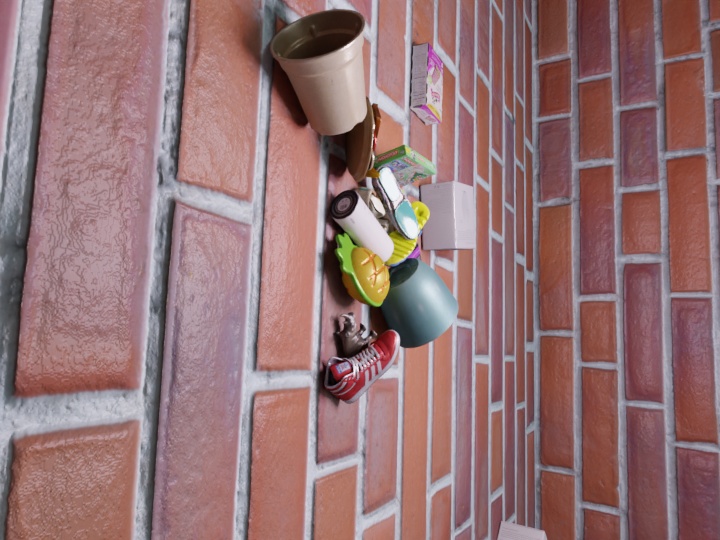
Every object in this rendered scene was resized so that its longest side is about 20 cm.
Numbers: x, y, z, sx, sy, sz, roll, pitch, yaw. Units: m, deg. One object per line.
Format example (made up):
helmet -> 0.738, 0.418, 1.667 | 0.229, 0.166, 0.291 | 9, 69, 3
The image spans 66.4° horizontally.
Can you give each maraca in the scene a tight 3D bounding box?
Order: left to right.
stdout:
maraca -> 0.000, 0.000, 1.279 | 0.201, 0.105, 0.140 | 48, 26, -36

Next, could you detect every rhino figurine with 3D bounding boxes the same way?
rhino figurine -> -0.004, 0.173, 1.300 | 0.088, 0.059, 0.203 | -49, 131, -24

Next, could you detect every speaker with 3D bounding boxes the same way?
speaker -> 0.008, -0.099, 1.318 | 0.200, 0.079, 0.084 | 48, 49, -48

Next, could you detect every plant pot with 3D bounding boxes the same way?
plant pot -> -0.066, -0.393, 1.127 | 0.187, 0.193, 0.204 | 73, 32, -45
plant pot -> 0.136, 0.070, 1.435 | 0.164, 0.196, 0.202 | 57, 41, -23

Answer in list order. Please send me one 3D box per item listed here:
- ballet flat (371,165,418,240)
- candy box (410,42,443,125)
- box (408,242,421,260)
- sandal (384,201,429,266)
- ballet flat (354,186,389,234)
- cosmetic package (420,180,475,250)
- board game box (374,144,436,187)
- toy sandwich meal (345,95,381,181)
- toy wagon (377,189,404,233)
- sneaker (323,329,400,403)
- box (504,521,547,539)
ballet flat -> 0.085, -0.170, 1.400 | 0.204, 0.070, 0.072 | 61, 38, -16
candy box -> 0.210, -0.583, 1.730 | 0.135, 0.059, 0.208 | 18, 73, -59
box -> 0.148, 0.043, 1.607 | 0.143, 0.035, 0.207 | -42, 123, -53
sandal -> 0.117, -0.084, 1.457 | 0.201, 0.078, 0.088 | -52, 170, -26
ballet flat -> 0.041, -0.128, 1.399 | 0.202, 0.061, 0.069 | 57, 46, -43
cosmetic package -> 0.284, -0.169, 1.773 | 0.197, 0.119, 0.209 | -3, 89, -60
board game box -> 0.104, -0.268, 1.446 | 0.198, 0.131, 0.030 | 11, 66, -60
toy sandwich meal -> 0.016, -0.304, 1.274 | 0.068, 0.204, 0.214 | 1, 86, -16
toy wagon -> 0.102, -0.149, 1.531 | 0.200, 0.038, 0.160 | 47, 49, -49
sneaker -> 0.000, 0.203, 1.227 | 0.201, 0.071, 0.112 | -50, 137, 3
box -> 0.697, 1.203, 2.348 | 0.132, 0.194, 0.203 | -57, 134, -41
